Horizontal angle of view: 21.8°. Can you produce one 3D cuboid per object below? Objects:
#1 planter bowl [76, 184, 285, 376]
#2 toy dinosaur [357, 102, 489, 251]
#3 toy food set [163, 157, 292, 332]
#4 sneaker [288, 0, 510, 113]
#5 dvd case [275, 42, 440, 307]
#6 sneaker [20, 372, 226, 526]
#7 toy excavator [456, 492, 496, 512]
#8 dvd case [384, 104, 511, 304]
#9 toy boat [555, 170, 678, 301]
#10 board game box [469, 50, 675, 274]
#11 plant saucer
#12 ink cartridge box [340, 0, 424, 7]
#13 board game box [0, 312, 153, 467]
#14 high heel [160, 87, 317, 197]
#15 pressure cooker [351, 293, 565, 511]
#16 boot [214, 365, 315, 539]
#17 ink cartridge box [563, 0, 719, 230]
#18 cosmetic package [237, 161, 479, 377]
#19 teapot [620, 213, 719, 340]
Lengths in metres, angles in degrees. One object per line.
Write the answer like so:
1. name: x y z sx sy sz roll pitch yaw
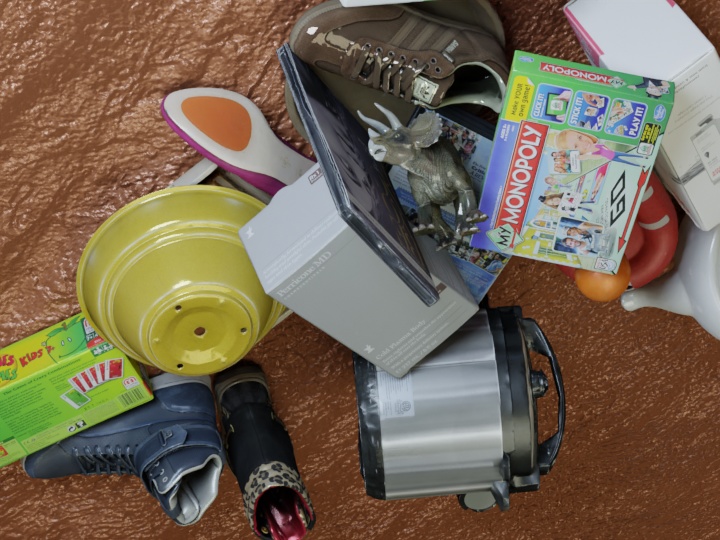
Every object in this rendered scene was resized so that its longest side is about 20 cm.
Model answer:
1. planter bowl: -0.144 0.030 1.629 0.199 0.084 0.202 -8 129 -9
2. toy dinosaur: 0.066 -0.077 1.579 0.076 0.103 0.200 -15 168 12
3. toy food set: -0.124 -0.012 1.684 0.143 0.061 0.200 -37 136 15
4. sneaker: 0.041 -0.174 1.537 0.198 0.076 0.071 3 133 -26
5. dvd case: -0.002 -0.079 1.522 0.016 0.201 0.149 -31 138 12
6. sneaker: -0.224 0.187 1.783 0.201 0.147 0.077 -23 140 2
7. toy excavator: 0.079 0.139 1.911 0.199 0.100 0.195 15 125 -24
8. dvd case: 0.082 -0.060 1.668 0.142 0.018 0.200 26 137 -5
9. toy boat: 0.217 -0.031 1.706 0.130 0.132 0.200 -15 148 21
10. board game box: 0.174 -0.087 1.571 0.133 0.029 0.201 10 135 0
11. plant saucer: 0.028 -0.177 1.606 0.198 0.030 0.201 -13 137 -12
12. ink cartridge box: 0.054 -0.312 1.436 0.144 0.088 0.201 -7 137 -17
13. board game box: -0.305 0.116 1.746 0.199 0.048 0.102 -25 137 1
14. high heel: -0.096 -0.093 1.619 0.199 0.068 0.096 27 154 -21
15. pressure cooker: 0.094 0.126 1.758 0.198 0.179 0.177 -6 116 0
16. boot: -0.090 0.208 1.855 0.073 0.151 0.201 -16 137 -7
17. ink cartridge box: 0.273 -0.152 1.647 0.082 0.147 0.200 -34 138 4
18. cosmetic package: 0.000 0.000 1.615 0.107 0.091 0.200 -41 140 16
19. teapot: 0.391 -0.017 1.846 0.199 0.146 0.199 21 91 -16
